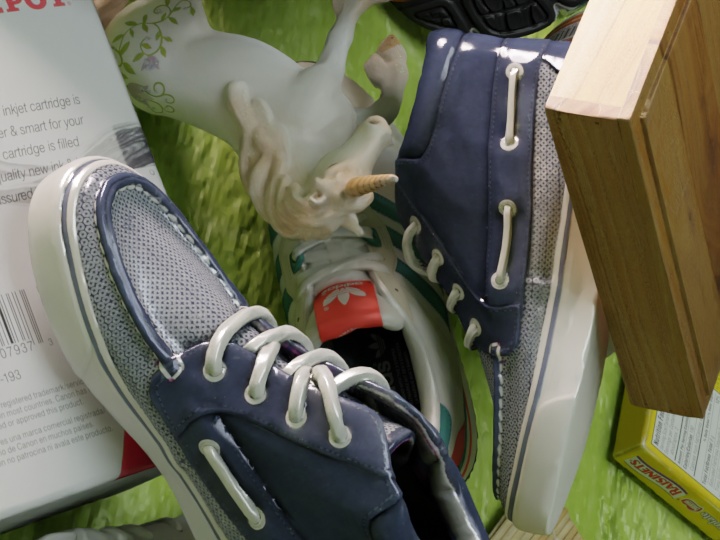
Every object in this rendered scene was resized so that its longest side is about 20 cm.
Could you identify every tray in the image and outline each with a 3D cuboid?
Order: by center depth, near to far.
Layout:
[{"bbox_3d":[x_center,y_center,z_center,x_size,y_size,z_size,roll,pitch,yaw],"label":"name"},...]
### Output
[{"bbox_3d":[0.121,-0.037,0.885,0.200,0.037,0.099,67,41,-53],"label":"tray"}]

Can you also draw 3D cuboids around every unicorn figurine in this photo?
[{"bbox_3d":[-0.037,-0.078,0.924,0.137,0.200,0.074,-54,149,-35],"label":"unicorn figurine"}]

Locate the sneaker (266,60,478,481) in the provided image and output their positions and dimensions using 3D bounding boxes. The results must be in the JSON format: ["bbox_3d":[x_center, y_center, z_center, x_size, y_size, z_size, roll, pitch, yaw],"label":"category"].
[{"bbox_3d":[0.000,0.001,0.941,0.093,0.070,0.200,47,27,-80],"label":"sneaker"}]

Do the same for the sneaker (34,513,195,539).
[{"bbox_3d":[-0.089,0.119,0.813,0.080,0.070,0.200,55,41,-5],"label":"sneaker"}]

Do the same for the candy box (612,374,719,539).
[{"bbox_3d":[0.185,0.042,1.176,0.102,0.026,0.200,38,46,-24],"label":"candy box"}]

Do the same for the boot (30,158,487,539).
[{"bbox_3d":[-0.028,0.041,0.764,0.200,0.090,0.073,60,40,-10],"label":"boot"}]

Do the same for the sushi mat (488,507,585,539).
[{"bbox_3d":[0.061,0.179,0.982,0.096,0.012,0.200,56,41,-11],"label":"sushi mat"}]

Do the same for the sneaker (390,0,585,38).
[{"bbox_3d":[0.096,-0.180,1.134,0.200,0.092,0.076,-22,122,-11],"label":"sneaker"}]

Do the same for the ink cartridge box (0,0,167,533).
[{"bbox_3d":[-0.143,-0.008,0.810,0.145,0.083,0.200,-15,81,-50],"label":"ink cartridge box"}]

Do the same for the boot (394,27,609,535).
[{"bbox_3d":[0.056,0.003,0.923,0.073,0.090,0.200,-3,103,-76],"label":"boot"}]

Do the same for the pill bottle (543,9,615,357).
[{"bbox_3d":[0.108,-0.039,1.048,0.112,0.112,0.200,52,31,-13],"label":"pill bottle"}]

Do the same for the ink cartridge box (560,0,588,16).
[{"bbox_3d":[0.102,-0.268,1.243,0.196,0.043,0.200,51,43,-14],"label":"ink cartridge box"}]
